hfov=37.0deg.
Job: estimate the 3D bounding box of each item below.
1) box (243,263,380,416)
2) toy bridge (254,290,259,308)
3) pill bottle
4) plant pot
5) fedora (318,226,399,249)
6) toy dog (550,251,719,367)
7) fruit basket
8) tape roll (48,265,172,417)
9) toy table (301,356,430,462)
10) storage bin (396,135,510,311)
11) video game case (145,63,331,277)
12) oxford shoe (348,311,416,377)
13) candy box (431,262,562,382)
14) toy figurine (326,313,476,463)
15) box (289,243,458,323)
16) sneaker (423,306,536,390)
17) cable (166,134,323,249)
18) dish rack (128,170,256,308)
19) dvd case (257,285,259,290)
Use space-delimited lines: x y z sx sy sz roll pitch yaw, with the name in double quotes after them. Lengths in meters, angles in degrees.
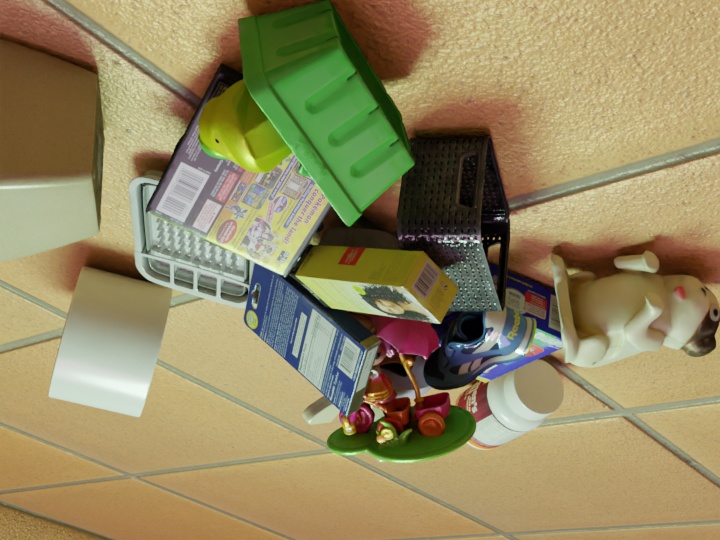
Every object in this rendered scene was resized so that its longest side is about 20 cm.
-0.065 0.076 1.343 0.200 0.032 0.121 38 134 25 "box"
-0.158 -0.023 1.438 0.067 0.027 0.200 14 140 8 "toy bridge"
0.238 0.215 1.739 0.109 0.110 0.200 17 152 -16 "pill bottle"
-0.374 -0.129 1.176 0.176 0.200 0.200 0 155 -9 "plant pot"
0.000 0.000 1.407 0.176 0.091 0.200 0 159 19 "fedora"
0.354 0.064 1.370 0.199 0.140 0.194 -8 135 11 "toy dog"
-0.075 -0.145 1.061 0.215 0.156 0.216 -5 132 -6 "fruit basket"
-0.372 0.106 1.606 0.139 0.203 0.203 14 153 -13 "tape roll"
0.012 0.167 1.535 0.200 0.184 0.117 13 121 -41 "toy table"
0.110 -0.049 1.228 0.093 0.136 0.200 0 152 15 "storage bin"
-0.117 -0.104 1.194 0.180 0.026 0.200 26 122 -15 "video game case"
-0.001 0.093 1.427 0.200 0.072 0.071 22 158 -31 "oxford shoe"
0.172 0.075 1.521 0.169 0.077 0.200 22 151 -23 "candy box"
0.036 0.131 1.378 0.199 0.150 0.185 -7 108 14 "toy figurine"
0.012 0.012 1.204 0.075 0.050 0.200 43 158 -32 "box"
0.140 0.095 1.419 0.082 0.074 0.200 28 140 -24 "sneaker"
-0.132 -0.082 1.248 0.163 0.051 0.200 -19 127 9 "cable"
-0.206 -0.045 1.380 0.171 0.044 0.200 17 140 7 "dish rack"
-0.116 0.011 1.539 0.150 0.025 0.200 -5 150 26 "dvd case"
